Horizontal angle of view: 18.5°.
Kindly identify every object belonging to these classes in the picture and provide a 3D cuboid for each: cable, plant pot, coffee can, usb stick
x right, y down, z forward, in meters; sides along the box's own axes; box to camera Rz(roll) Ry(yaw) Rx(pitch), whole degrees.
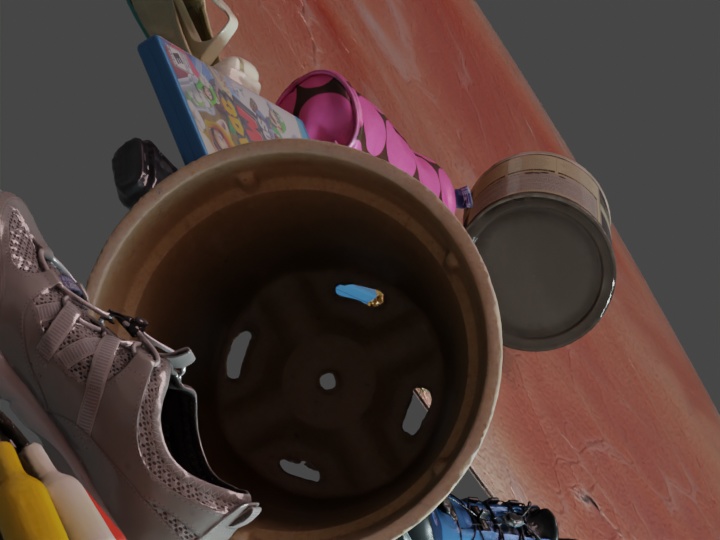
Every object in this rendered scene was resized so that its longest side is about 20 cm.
[{"bbox_3d":[-0.146,0.056,0.883,0.200,0.050,0.097,62,12,13],"label":"cable"},{"bbox_3d":[-0.025,0.050,1.106,0.201,0.200,0.183,60,1,10],"label":"plant pot"},{"bbox_3d":[0.163,-0.022,2.059,0.146,0.146,0.200,56,12,-9],"label":"coffee can"},{"bbox_3d":[-0.082,-0.004,1.329,0.200,0.033,0.056,48,23,-39],"label":"usb stick"}]

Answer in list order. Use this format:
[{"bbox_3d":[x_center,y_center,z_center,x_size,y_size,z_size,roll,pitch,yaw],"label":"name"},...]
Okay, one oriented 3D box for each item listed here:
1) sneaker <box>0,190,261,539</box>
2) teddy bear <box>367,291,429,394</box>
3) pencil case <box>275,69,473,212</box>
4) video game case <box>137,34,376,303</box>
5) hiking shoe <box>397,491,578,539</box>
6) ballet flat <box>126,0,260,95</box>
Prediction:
[{"bbox_3d":[-0.111,0.045,0.973,0.200,0.082,0.075,60,12,9],"label":"sneaker"},{"bbox_3d":[0.000,0.000,1.556,0.200,0.067,0.145,62,10,15],"label":"teddy bear"},{"bbox_3d":[0.007,-0.080,1.748,0.200,0.091,0.094,36,36,-55],"label":"pencil case"},{"bbox_3d":[-0.062,-0.059,1.391,0.200,0.018,0.143,26,37,-63],"label":"video game case"},{"bbox_3d":[0.078,0.166,1.401,0.200,0.087,0.074,41,20,-52],"label":"hiking shoe"},{"bbox_3d":[-0.105,-0.140,1.493,0.069,0.069,0.200,37,24,-58],"label":"ballet flat"}]
